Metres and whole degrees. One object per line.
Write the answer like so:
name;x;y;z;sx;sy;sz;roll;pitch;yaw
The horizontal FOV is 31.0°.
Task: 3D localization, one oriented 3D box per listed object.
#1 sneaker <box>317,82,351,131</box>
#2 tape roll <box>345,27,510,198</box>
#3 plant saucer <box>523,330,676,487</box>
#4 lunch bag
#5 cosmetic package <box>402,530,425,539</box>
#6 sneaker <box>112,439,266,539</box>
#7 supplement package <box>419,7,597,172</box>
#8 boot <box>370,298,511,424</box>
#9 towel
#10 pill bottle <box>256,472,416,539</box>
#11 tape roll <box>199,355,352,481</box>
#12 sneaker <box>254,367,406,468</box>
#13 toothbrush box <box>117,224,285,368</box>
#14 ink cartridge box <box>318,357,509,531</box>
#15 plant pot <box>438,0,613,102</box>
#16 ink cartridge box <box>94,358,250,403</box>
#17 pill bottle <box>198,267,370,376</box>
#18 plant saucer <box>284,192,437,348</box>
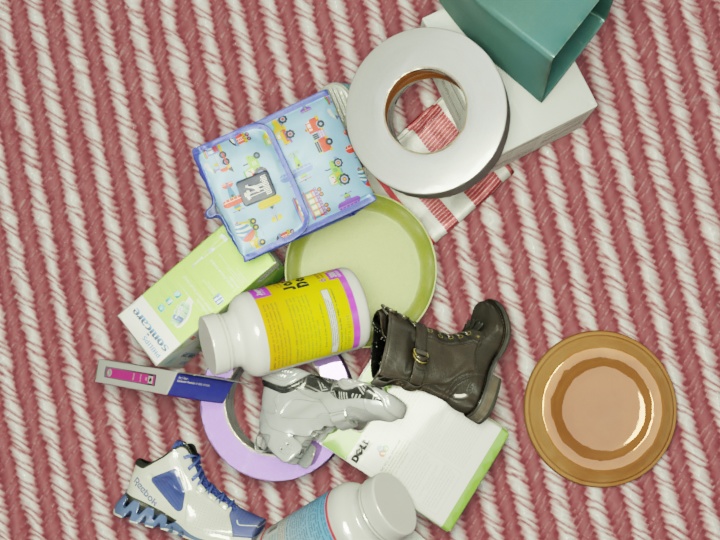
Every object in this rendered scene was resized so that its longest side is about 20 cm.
sneaker;-0.047;-0.154;1.720;0.074;0.082;0.201;34;112;15
tape roll;0.084;-0.191;1.591;0.197;0.066;0.203;-1;87;11
plant saucer;0.309;0.178;1.672;0.197;0.037;0.203;0;84;4
lunch bag;-0.106;-0.109;1.599;0.198;0.094;0.152;-25;90;-21
cosmetic package;0.033;0.428;1.604;0.101;0.074;0.200;37;53;7
sneaker;-0.216;0.284;1.680;0.197;0.081;0.117;13;87;7
supplement package;0.186;-0.253;1.680;0.154;0.111;0.202;-26;83;-7
boot;0.095;0.085;1.617;0.173;0.069;0.202;26;46;-16
towel;0.086;-0.119;1.727;0.200;0.023;0.144;-40;84;-1
pill bottle;-0.030;0.332;1.613;0.199;0.108;0.110;-35;82;27
tape roll;-0.106;0.171;1.691;0.197;0.066;0.203;-1;84;5
sneaker;-0.042;0.189;1.596;0.198;0.075;0.116;9;80;25
toothbrush box;-0.197;0.030;1.672;0.199;0.146;0.086;-39;83;-1
ink cartridge box;0.069;0.213;1.662;0.199;0.076;0.149;33;87;4
plant pot;0.188;-0.337;1.574;0.199;0.141;0.142;38;81;11
ink cartridge box;-0.239;0.141;1.639;0.198;0.094;0.038;1;80;43
pill bottle;-0.094;0.068;1.591;0.198;0.104;0.106;-14;83;-19
plant saucer;0.000;0.000;1.690;0.197;0.031;0.203;0;85;-3
